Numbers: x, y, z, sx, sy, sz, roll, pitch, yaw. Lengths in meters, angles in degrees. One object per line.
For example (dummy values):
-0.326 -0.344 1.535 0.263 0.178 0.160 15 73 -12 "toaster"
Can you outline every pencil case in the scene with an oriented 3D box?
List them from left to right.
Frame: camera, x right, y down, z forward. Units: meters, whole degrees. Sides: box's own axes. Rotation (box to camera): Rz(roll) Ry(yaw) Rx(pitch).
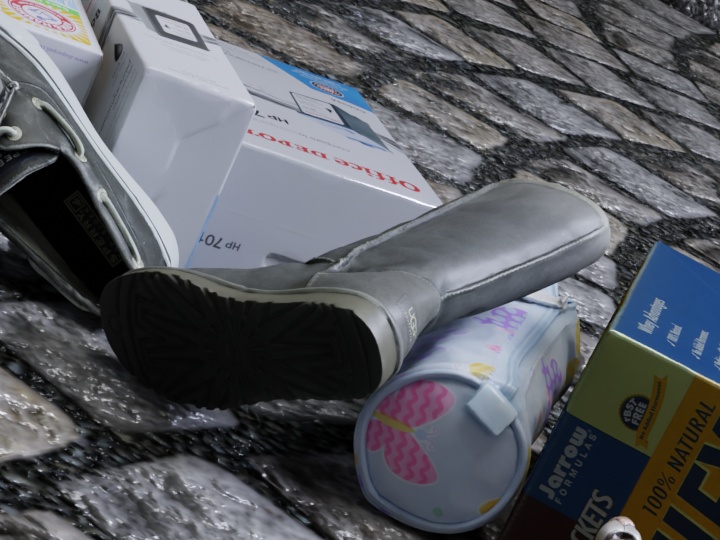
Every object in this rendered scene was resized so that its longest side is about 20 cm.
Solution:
0.058 0.061 1.120 0.083 0.091 0.200 62 19 -6 "pencil case"

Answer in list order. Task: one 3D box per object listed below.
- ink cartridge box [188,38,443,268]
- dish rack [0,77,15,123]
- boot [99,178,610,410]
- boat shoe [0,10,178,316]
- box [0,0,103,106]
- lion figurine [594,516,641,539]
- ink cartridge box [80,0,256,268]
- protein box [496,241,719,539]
-0.052 -0.058 1.324 0.146 0.086 0.200 18 17 -24 "ink cartridge box"
-0.234 -0.052 0.959 0.153 0.055 0.200 24 51 -10 "dish rack"
-0.001 0.002 1.091 0.182 0.073 0.200 8 28 31 "boot"
-0.167 -0.059 1.106 0.200 0.071 0.064 47 16 -3 "boat shoe"
-0.250 -0.119 1.191 0.200 0.101 0.113 18 18 -22 "box"
0.162 0.188 0.953 0.200 0.072 0.122 38 -1 -9 "lion figurine"
-0.129 -0.086 1.244 0.067 0.116 0.200 17 19 -24 "ink cartridge box"
0.192 0.106 1.097 0.200 0.135 0.199 28 17 6 "protein box"
